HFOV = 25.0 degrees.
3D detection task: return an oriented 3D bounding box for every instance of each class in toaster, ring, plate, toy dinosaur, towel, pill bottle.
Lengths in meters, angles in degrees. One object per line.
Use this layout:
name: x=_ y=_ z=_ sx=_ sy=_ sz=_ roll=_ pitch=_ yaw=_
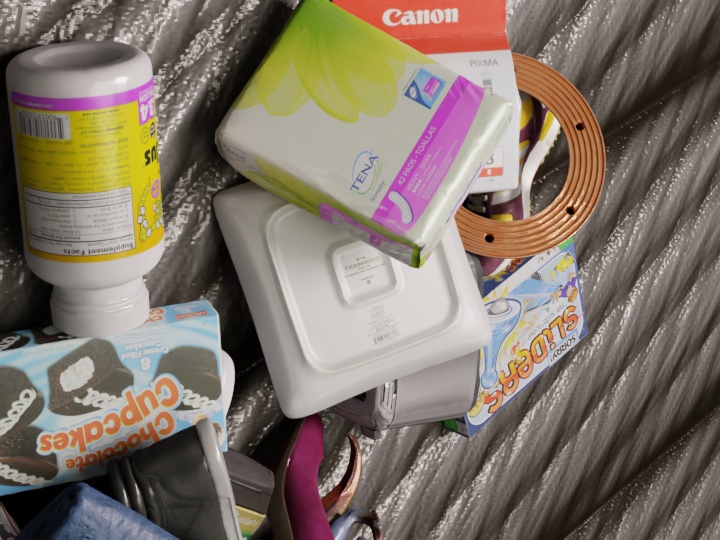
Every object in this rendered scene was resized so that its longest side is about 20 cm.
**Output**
toaster: x=0.033 y=0.050 z=1.457 sx=0.129 sy=0.113 sz=0.201 roll=-13 pitch=113 yaw=-41
ring: x=0.126 y=-0.105 z=1.475 sx=0.201 sy=0.200 sz=0.019 roll=-54 pitch=178 yaw=-18
plate: x=0.000 y=0.000 z=1.354 sx=0.198 sy=0.032 sz=0.201 roll=-20 pitch=95 yaw=-16
toy dinosaur: x=-0.065 y=0.273 z=1.457 sx=0.180 sy=0.201 sz=0.105 roll=-13 pitch=143 yaw=-3
towel: x=-0.159 y=0.240 z=1.182 sx=0.200 sy=0.049 sz=0.112 roll=36 pitch=110 yaw=-22
pill bottle: x=-0.196 y=-0.058 z=1.176 sx=0.104 sy=0.104 sz=0.201 roll=-21 pitch=120 yaw=-41

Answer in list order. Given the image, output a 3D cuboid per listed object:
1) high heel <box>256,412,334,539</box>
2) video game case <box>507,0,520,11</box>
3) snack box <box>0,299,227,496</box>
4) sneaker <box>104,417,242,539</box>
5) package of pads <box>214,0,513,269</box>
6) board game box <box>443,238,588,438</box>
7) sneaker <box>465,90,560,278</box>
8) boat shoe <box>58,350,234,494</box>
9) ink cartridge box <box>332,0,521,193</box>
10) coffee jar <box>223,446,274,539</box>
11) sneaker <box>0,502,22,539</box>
high heel: x=-0.038 y=0.214 z=1.412 sx=0.068 sy=0.096 sz=0.201 roll=122 pitch=-11 yaw=-50
video game case: x=0.093 y=-0.280 z=1.469 sx=0.200 sy=0.018 sz=0.144 roll=-41 pitch=131 yaw=-29
snack box: x=-0.202 y=0.097 z=1.220 sx=0.199 sy=0.037 sz=0.117 roll=-10 pitch=113 yaw=-18
sneaker: x=-0.143 y=0.195 z=1.248 sx=0.099 sy=0.071 sz=0.201 roll=-15 pitch=136 yaw=-6
package of pads: x=0.000 y=-0.110 z=1.307 sx=0.155 sy=0.199 sz=0.068 roll=-58 pitch=171 yaw=-15
board game box: x=0.149 y=0.058 z=1.641 sx=0.200 sy=0.034 sz=0.136 roll=-38 pitch=129 yaw=-32
sneaker: x=0.121 y=-0.094 z=1.536 sx=0.090 sy=0.075 sz=0.201 roll=26 pitch=79 yaw=-40
boat shoe: x=-0.178 y=0.136 z=1.298 sx=0.200 sy=0.072 sz=0.068 roll=-53 pitch=137 yaw=-10
ink cartridge box: x=0.058 y=-0.163 z=1.392 sx=0.161 sy=0.050 sz=0.201 roll=-5 pitch=113 yaw=-11
coffee jar: x=-0.151 y=0.239 z=1.348 sx=0.104 sy=0.085 sz=0.201 roll=28 pitch=84 yaw=-41
sneaker: x=-0.216 y=0.240 z=1.248 sx=0.200 sy=0.081 sz=0.075 roll=43 pitch=81 yaw=-20
